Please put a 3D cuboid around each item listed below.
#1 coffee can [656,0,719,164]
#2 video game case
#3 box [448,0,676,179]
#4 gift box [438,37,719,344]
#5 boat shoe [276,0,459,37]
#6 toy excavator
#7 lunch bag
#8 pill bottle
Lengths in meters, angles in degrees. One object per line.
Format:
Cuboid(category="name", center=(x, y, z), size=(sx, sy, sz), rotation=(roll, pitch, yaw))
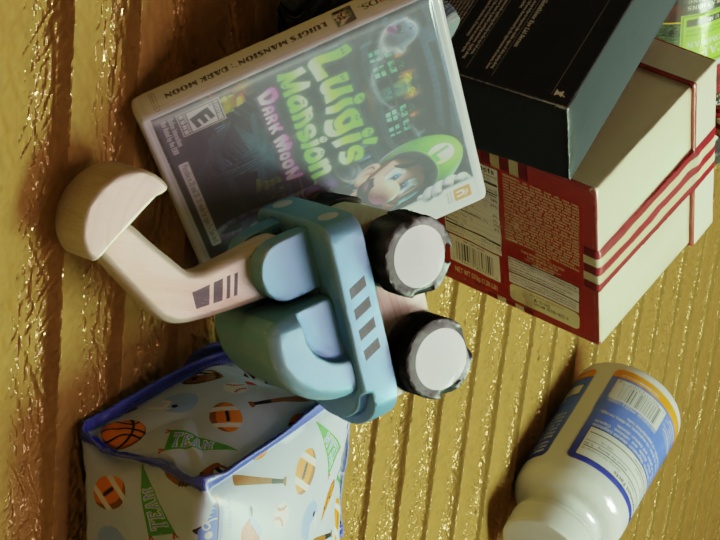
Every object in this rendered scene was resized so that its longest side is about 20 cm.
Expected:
Cuboid(category="coffee can", center=(0.243, -0.197, 1.747), size=(0.147, 0.146, 0.201), rotation=(-52, 149, -39))
Cuboid(category="video game case", center=(-0.023, -0.069, 1.254), size=(0.181, 0.023, 0.200), rotation=(-25, 145, -4))
Cuboid(category="box", center=(0.124, -0.175, 1.501), size=(0.200, 0.141, 0.079), rotation=(-57, 152, -31))
Cuboid(category="gift box", center=(0.156, -0.076, 1.611), size=(0.187, 0.184, 0.201), rotation=(-45, 150, -31))
Cuboid(category="boat shoe", center=(-0.020, -0.114, 1.322), size=(0.071, 0.091, 0.201), rotation=(-39, 168, -51))
Cuboid(category="toy excavator", center=(-0.055, 0.011, 1.194), size=(0.199, 0.100, 0.195), rotation=(-25, 113, -29))
Cuboid(category="lunch bag", center=(-0.076, 0.142, 1.307), size=(0.200, 0.123, 0.171), rotation=(-30, 132, -48))
Cuboid(category="pill bottle", center=(0.211, 0.190, 2.005), size=(0.200, 0.112, 0.112), rotation=(-53, 151, -36))
